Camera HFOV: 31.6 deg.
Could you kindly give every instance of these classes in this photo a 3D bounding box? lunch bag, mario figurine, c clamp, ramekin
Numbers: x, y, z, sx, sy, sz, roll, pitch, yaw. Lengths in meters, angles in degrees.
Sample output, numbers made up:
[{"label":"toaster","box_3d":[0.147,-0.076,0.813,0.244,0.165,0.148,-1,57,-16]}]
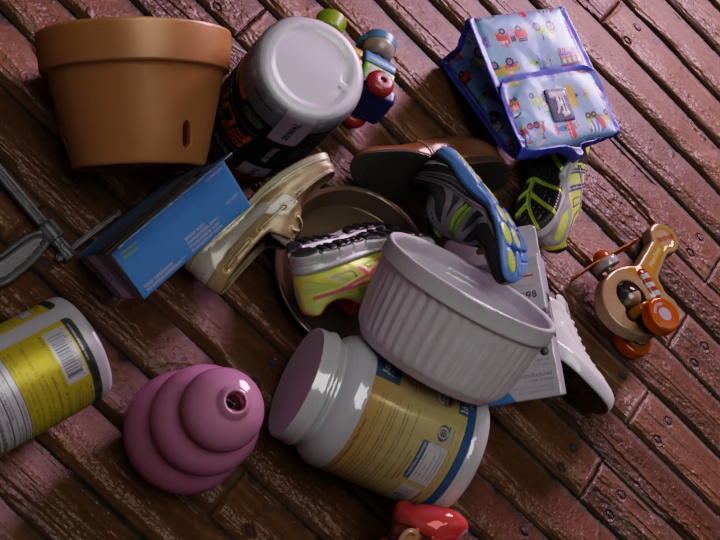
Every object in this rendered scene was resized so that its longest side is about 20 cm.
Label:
[{"label":"lunch bag","box_3d":[0.216,-0.214,1.563,0.150,0.094,0.200,-13,65,-28]},{"label":"mario figurine","box_3d":[0.034,0.320,1.277,0.200,0.123,0.106,-40,115,-5]},{"label":"c clamp","box_3d":[-0.373,-0.071,1.291,0.200,0.027,0.171,46,65,-8]},{"label":"ramekin","box_3d":[0.093,0.054,1.323,0.200,0.200,0.105,26,102,-17]}]

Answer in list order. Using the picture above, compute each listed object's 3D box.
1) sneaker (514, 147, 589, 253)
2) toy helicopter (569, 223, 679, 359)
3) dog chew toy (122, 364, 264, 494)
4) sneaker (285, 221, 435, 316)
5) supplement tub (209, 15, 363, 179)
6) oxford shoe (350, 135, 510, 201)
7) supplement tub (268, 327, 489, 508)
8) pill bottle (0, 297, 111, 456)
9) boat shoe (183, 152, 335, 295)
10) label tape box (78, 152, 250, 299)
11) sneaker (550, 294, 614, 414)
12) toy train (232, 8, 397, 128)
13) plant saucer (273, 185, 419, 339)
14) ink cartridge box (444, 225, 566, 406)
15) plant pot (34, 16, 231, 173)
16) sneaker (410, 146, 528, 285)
[{"label":"sneaker","box_3d":[0.246,-0.108,1.591,0.076,0.075,0.200,55,49,-39]},{"label":"toy helicopter","box_3d":[0.346,0.005,1.603,0.132,0.079,0.200,36,50,-1]},{"label":"dog chew toy","box_3d":[-0.153,0.145,1.221,0.124,0.200,0.125,9,69,-23]},{"label":"sneaker","box_3d":[0.000,0.000,1.397,0.200,0.078,0.090,-12,108,-37]},{"label":"supplement tub","box_3d":[-0.089,-0.176,1.361,0.122,0.200,0.123,9,68,-23]},{"label":"oxford shoe","box_3d":[0.075,-0.129,1.517,0.200,0.071,0.071,0,43,-23]},{"label":"supplement tub","box_3d":[0.019,0.156,1.335,0.200,0.145,0.145,26,64,-17]},{"label":"pill bottle","box_3d":[-0.344,0.115,1.189,0.200,0.111,0.111,-29,87,-31]},{"label":"boat shoe","box_3d":[-0.099,-0.049,1.372,0.200,0.074,0.066,-40,80,-11]},{"label":"label tape box","box_3d":[-0.187,-0.039,1.249,0.144,0.200,0.063,-43,104,-17]},{"label":"sneaker","box_3d":[0.241,0.080,1.510,0.200,0.073,0.085,46,62,-4]},{"label":"toy train","box_3d":[-0.049,-0.261,1.484,0.200,0.085,0.116,25,54,-17]},{"label":"plant saucer","box_3d":[-0.009,0.002,1.440,0.200,0.029,0.200,9,69,-23]},{"label":"ink cartridge box","box_3d":[0.158,0.051,1.440,0.116,0.067,0.200,-11,83,12]},{"label":"plant pot","box_3d":[-0.230,-0.174,1.309,0.200,0.200,0.140,-3,91,-27]},{"label":"sneaker","box_3d":[0.120,-0.052,1.419,0.071,0.083,0.200,35,18,-52]}]
